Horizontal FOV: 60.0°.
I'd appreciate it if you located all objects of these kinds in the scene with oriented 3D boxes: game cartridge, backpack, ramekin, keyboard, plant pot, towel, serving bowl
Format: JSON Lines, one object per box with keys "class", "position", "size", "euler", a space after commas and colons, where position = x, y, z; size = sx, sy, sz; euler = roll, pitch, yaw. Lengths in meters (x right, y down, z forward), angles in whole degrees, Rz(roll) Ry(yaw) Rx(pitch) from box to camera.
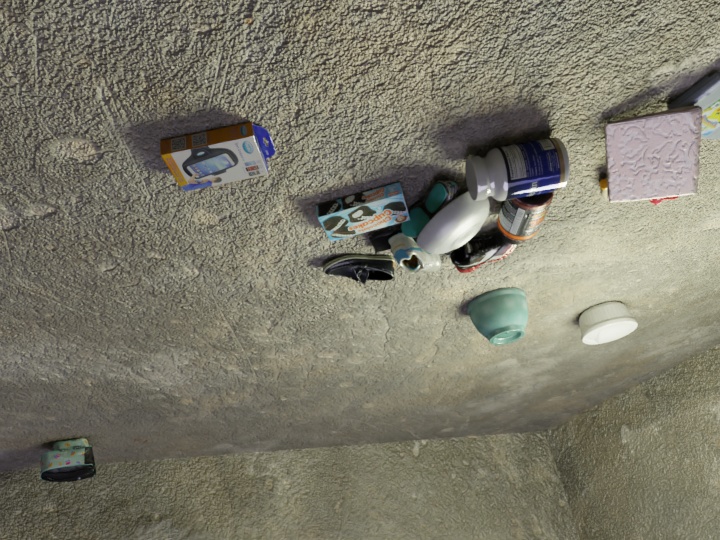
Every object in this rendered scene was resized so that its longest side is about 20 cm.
{"class": "game cartridge", "position": [0.761, -0.347, 1.345], "size": [0.200, 0.041, 0.133], "euler": [9, 149, -32]}
{"class": "backpack", "position": [-1.183, 0.770, 2.516], "size": [0.200, 0.153, 0.176], "euler": [-10, 151, -24]}
{"class": "ramekin", "position": [0.904, 0.191, 2.303], "size": [0.202, 0.094, 0.202], "euler": [-9, 152, -5]}
{"class": "keyboard", "position": [0.129, -0.084, 1.600], "size": [0.200, 0.021, 0.127], "euler": [-15, 150, 8]}
{"class": "plant pot", "position": [0.463, 0.162, 2.048], "size": [0.200, 0.134, 0.200], "euler": [-9, 151, -5]}
{"class": "towel", "position": [0.633, -0.247, 1.357], "size": [0.191, 0.032, 0.200], "euler": [-6, 124, 17]}
{"class": "serving bowl", "position": [0.230, -0.103, 1.470], "size": [0.200, 0.066, 0.200], "euler": [-35, 163, -12]}

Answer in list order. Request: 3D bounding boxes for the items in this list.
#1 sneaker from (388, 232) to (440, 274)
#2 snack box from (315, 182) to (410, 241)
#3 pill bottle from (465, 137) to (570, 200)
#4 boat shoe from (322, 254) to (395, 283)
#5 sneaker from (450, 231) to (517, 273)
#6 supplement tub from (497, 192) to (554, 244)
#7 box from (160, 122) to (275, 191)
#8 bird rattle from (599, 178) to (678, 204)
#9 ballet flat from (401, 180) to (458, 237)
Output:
{"class": "sneaker", "position": [0.144, -0.026, 1.605], "size": [0.076, 0.081, 0.200], "euler": [-31, 146, 28]}
{"class": "snack box", "position": [0.008, -0.133, 1.447], "size": [0.200, 0.037, 0.116], "euler": [-15, 152, 7]}
{"class": "pill bottle", "position": [0.334, -0.213, 1.343], "size": [0.200, 0.116, 0.116], "euler": [-10, 152, -1]}
{"class": "boat shoe", "position": [0.000, 0.000, 1.660], "size": [0.200, 0.062, 0.075], "euler": [-1, 152, -16]}
{"class": "sneaker", "position": [0.326, -0.058, 1.664], "size": [0.200, 0.071, 0.098], "euler": [-27, 150, 28]}
{"class": "supplement tub", "position": [0.391, -0.142, 1.502], "size": [0.107, 0.107, 0.200], "euler": [-9, 152, -4]}
{"class": "box", "position": [-0.265, -0.217, 1.194], "size": [0.200, 0.042, 0.119], "euler": [-10, 151, 2]}
{"class": "bird rattle", "position": [0.671, -0.216, 1.523], "size": [0.163, 0.113, 0.200], "euler": [-14, 167, 29]}
{"class": "ballet flat", "position": [0.170, -0.143, 1.466], "size": [0.072, 0.072, 0.200], "euler": [4, 149, -27]}
